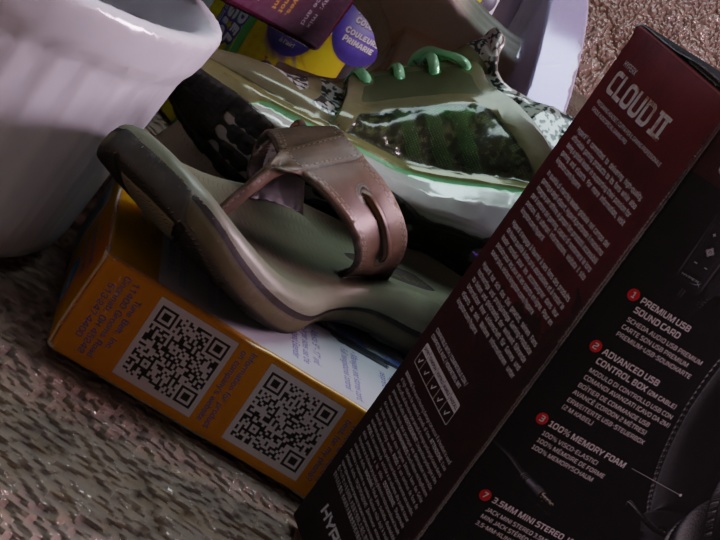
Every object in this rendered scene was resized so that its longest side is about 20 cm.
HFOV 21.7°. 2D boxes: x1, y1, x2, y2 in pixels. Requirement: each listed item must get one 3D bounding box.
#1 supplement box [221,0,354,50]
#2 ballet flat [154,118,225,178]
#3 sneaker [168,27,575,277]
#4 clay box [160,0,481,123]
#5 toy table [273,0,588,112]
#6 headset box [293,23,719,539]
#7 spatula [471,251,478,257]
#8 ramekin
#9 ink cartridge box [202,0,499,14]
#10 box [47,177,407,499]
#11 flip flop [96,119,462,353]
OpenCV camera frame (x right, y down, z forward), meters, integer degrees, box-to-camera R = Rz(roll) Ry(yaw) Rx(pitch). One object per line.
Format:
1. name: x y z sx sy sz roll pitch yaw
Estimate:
1. supplement box: -0.073 -0.162 0.656 0.110 0.086 0.200 40 10 26
2. ballet flat: 0.000 0.000 0.749 0.200 0.070 0.069 34 12 -5
3. sneaker: 0.023 -0.054 0.706 0.199 0.089 0.077 21 -21 -15
4. clay box: -0.004 -0.140 0.954 0.115 0.200 0.048 23 16 -40
5. toy table: 0.021 -0.087 0.837 0.117 0.184 0.200 25 34 -9
6. headset box: 0.099 0.040 0.533 0.149 0.200 0.077 28 14 -22
7. spatula: 0.070 0.027 0.706 0.056 0.021 0.200 28 -13 12
8. ramekin: -0.154 -0.091 0.615 0.200 0.098 0.201 33 11 -8
9. ink cartridge box: -0.002 -0.136 1.082 0.084 0.146 0.200 42 15 31
10. box: -0.007 0.043 0.632 0.200 0.042 0.119 34 12 -13
11. flip flop: -0.011 -0.017 0.614 0.081 0.058 0.200 45 14 33
